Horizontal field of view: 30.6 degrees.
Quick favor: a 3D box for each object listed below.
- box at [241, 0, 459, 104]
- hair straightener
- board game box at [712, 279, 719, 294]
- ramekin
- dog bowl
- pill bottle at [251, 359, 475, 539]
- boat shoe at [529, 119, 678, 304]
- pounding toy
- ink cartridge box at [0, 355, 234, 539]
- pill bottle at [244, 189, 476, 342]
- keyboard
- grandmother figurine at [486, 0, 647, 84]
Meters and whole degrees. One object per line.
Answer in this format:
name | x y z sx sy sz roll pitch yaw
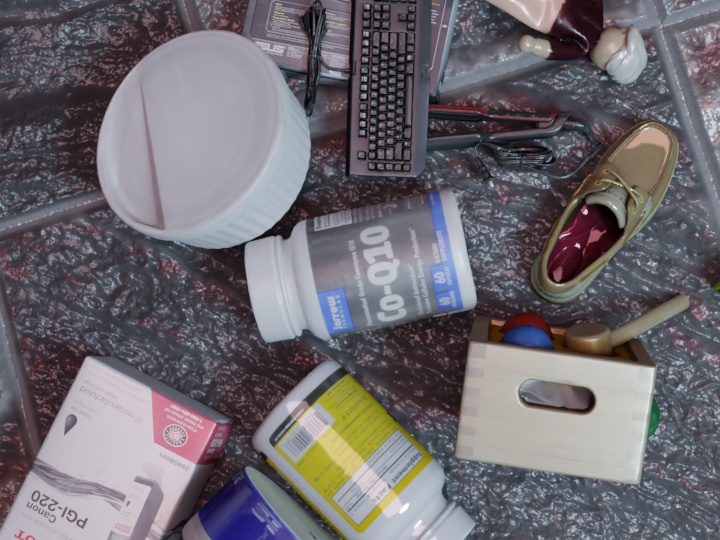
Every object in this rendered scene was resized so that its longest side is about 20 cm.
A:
box | -0.007 -0.257 1.273 0.198 0.048 0.160 11 85 5
hair straightener | 0.132 -0.116 1.257 0.198 0.041 0.078 4 85 1
board game box | 0.432 -0.024 1.211 0.102 0.048 0.200 44 89 8
ramekin | -0.138 -0.113 1.220 0.201 0.094 0.204 -9 70 24
dog bowl | -0.058 0.267 1.147 0.079 0.200 0.200 -45 82 -4
pill bottle | 0.006 0.187 1.195 0.111 0.111 0.200 -45 82 -1
boat shoe | 0.231 -0.055 1.222 0.074 0.066 0.201 33 88 7
pounding toy | 0.193 0.090 1.166 0.198 0.184 0.143 7 97 6
ink cartridge box | -0.229 0.199 1.228 0.145 0.085 0.201 26 89 7
pill bottle | 0.000 0.000 1.213 0.198 0.114 0.115 -12 83 4
keyboard | 0.002 -0.188 1.231 0.126 0.021 0.202 1 84 5
grandmother figurine | 0.184 -0.243 1.236 0.199 0.061 0.122 32 77 -7
